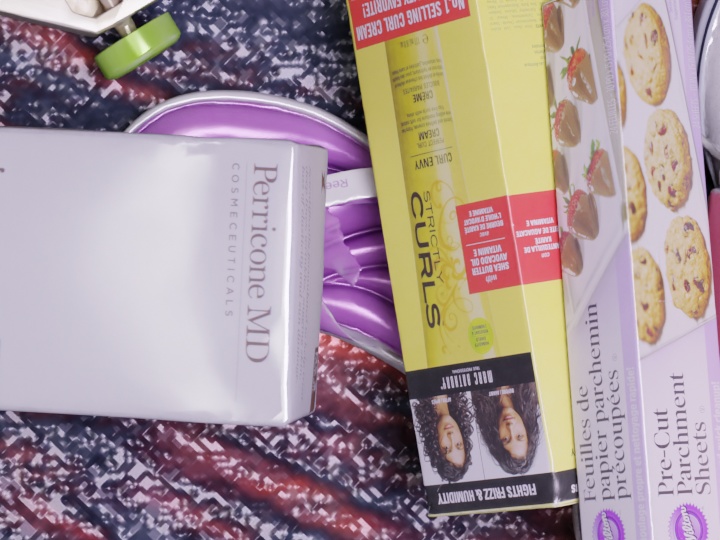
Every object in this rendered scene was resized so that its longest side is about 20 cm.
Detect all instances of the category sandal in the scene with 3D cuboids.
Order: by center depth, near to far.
[{"bbox_3d":[0.003,-0.007,1.048,0.202,0.050,0.083,26,87,-10],"label":"sandal"}]

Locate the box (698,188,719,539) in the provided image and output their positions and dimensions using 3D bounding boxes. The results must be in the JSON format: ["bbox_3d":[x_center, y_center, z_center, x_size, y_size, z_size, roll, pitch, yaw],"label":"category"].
[{"bbox_3d":[0.186,0.078,0.980,0.127,0.109,0.201,-1,103,-35],"label":"box"}]

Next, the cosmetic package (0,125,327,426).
[{"bbox_3d":[-0.115,-0.001,0.998,0.199,0.074,0.102,2,91,8],"label":"cosmetic package"}]

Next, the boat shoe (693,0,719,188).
[{"bbox_3d":[0.165,-0.021,1.054,0.074,0.086,0.203,-2,92,-9],"label":"boat shoe"}]

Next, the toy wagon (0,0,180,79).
[{"bbox_3d":[-0.071,-0.173,1.041,0.200,0.040,0.156,-32,96,-7],"label":"toy wagon"}]

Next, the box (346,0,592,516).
[{"bbox_3d":[0.048,-0.016,1.004,0.050,0.075,0.201,-7,88,-39],"label":"box"}]

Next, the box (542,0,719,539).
[{"bbox_3d":[0.095,0.003,0.966,0.041,0.039,0.201,1,82,-34],"label":"box"}]

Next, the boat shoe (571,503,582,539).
[{"bbox_3d":[0.117,0.029,1.042,0.076,0.072,0.201,-19,103,-42],"label":"boat shoe"}]
